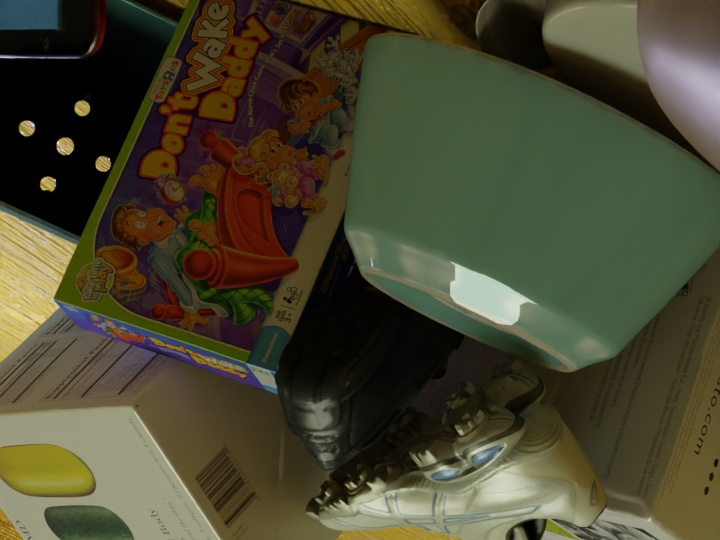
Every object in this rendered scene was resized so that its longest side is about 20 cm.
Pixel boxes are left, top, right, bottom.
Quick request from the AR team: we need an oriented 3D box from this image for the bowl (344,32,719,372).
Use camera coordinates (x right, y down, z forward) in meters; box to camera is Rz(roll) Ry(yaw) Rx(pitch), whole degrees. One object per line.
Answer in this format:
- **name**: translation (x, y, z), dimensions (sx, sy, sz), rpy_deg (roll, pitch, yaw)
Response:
- **bowl**: translation (0.072, -0.022, 0.979), dimensions (0.200, 0.105, 0.201), rpy_deg (25, 173, 3)

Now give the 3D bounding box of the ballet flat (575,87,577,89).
- **ballet flat**: translation (0.103, -0.068, 1.096), dimensions (0.200, 0.047, 0.067), rpy_deg (6, 160, 47)

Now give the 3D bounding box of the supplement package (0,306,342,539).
- **supplement package**: translation (-0.109, 0.096, 1.215), dimensions (0.200, 0.151, 0.152), rpy_deg (-7, 121, 48)

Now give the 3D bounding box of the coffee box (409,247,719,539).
- **coffee box**: translation (0.157, 0.064, 1.188), dimensions (0.199, 0.200, 0.198), rpy_deg (10, 161, 39)

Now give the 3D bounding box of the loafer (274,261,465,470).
- **loafer**: translation (0.024, 0.024, 1.083), dimensions (0.068, 0.201, 0.071), rpy_deg (14, 134, 31)

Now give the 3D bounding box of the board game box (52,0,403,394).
- **board game box**: translation (-0.061, -0.046, 1.102), dimensions (0.134, 0.201, 0.045), rpy_deg (16, 163, 18)

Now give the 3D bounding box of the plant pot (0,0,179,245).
- **plant pot**: translation (-0.174, -0.084, 1.272), dimensions (0.141, 0.142, 0.200), rpy_deg (25, 172, -11)

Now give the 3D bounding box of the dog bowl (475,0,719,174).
- **dog bowl**: translation (0.152, -0.098, 0.887), dimensions (0.199, 0.059, 0.200), rpy_deg (21, 167, 5)

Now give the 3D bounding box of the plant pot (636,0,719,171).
- **plant pot**: translation (0.187, -0.078, 0.693), dimensions (0.200, 0.200, 0.173), rpy_deg (30, 179, -32)

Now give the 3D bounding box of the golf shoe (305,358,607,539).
- **golf shoe**: translation (0.046, 0.119, 1.071), dimensions (0.097, 0.078, 0.200), rpy_deg (46, 148, -13)

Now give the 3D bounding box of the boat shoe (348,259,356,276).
- **boat shoe**: translation (0.000, 0.000, 1.195), dimensions (0.060, 0.072, 0.202), rpy_deg (5, 135, 8)

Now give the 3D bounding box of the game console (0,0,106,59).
- **game console**: translation (-0.216, -0.192, 0.964), dimensions (0.200, 0.119, 0.172), rpy_deg (6, 159, 46)
